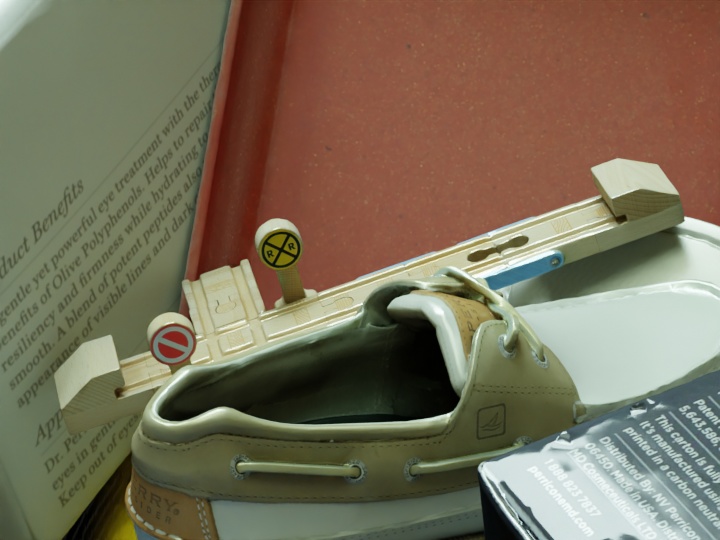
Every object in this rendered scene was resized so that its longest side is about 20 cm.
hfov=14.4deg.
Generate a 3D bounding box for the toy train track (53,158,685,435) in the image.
[{"bbox_3d":[0.000,0.000,0.871,0.199,0.033,0.115,-19,28,-3],"label":"toy train track"}]

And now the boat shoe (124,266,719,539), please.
[{"bbox_3d":[0.029,0.038,0.797,0.199,0.069,0.075,-22,33,-25],"label":"boat shoe"}]

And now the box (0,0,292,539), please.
[{"bbox_3d":[-0.149,-0.048,0.961,0.199,0.172,0.199,12,47,31],"label":"box"}]

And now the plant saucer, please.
[{"bbox_3d":[0.052,-0.051,0.940,0.198,0.201,0.037,9,-1,3],"label":"plant saucer"}]

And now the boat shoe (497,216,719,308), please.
[{"bbox_3d":[0.136,0.036,0.881,0.199,0.060,0.074,13,71,20],"label":"boat shoe"}]

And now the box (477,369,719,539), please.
[{"bbox_3d":[0.143,0.098,0.735,0.199,0.149,0.104,-20,36,-16],"label":"box"}]
